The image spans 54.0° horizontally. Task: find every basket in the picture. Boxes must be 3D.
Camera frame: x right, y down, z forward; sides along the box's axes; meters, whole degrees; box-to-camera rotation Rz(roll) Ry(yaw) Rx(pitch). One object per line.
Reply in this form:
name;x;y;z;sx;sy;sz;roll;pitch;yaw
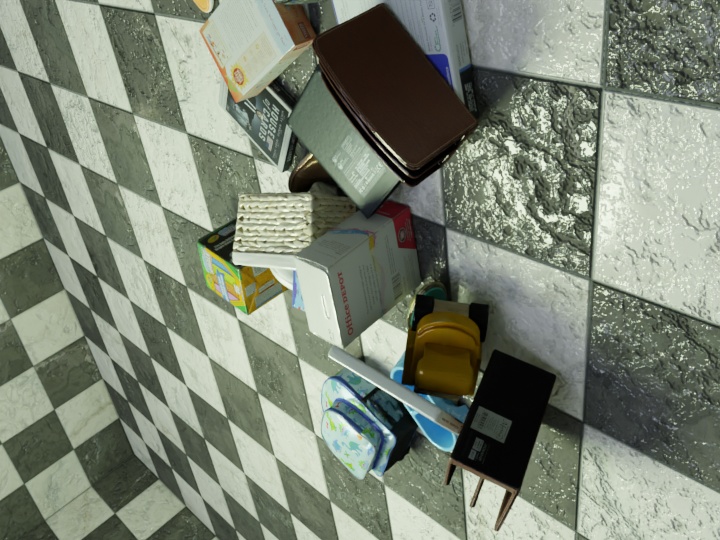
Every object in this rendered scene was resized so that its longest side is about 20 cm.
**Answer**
basket;-0.109;-0.066;1.207;0.196;0.134;0.128;6;94;38

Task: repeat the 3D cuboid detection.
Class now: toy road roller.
toy road roller;0.125;0.145;1.084;0.119;0.148;0.204;8;131;5

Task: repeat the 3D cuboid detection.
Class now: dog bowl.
dog bowl;0.127;0.240;1.290;0.202;0.049;0.111;55;147;4

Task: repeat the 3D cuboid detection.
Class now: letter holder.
letter holder;0.026;-0.206;0.894;0.201;0.141;0.101;51;148;5
letter holder;0.199;0.250;1.037;0.098;0.202;0.144;21;139;15

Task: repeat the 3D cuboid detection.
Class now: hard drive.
hard drive;-0.018;-0.193;1.056;0.201;0.033;0.140;49;142;3

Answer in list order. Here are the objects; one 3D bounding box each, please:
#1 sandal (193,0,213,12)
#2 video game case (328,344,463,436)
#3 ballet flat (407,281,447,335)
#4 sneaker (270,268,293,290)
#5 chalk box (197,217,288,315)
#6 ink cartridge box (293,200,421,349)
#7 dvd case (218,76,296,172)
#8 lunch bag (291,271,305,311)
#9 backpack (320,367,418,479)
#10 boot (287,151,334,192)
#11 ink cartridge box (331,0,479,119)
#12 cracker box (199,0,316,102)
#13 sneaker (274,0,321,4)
sandal;-0.329;-0.543;1.231;0.210;0.059;0.079;58;147;0
video game case;0.061;0.188;1.082;0.197;0.024;0.182;27;172;29
ballet flat;0.106;0.088;1.188;0.070;0.070;0.204;30;136;34
sneaker;-0.149;-0.050;1.403;0.201;0.075;0.089;51;135;12
chalk box;-0.266;-0.020;1.526;0.198;0.124;0.127;29;138;37
ink cartridge box;0.000;0.000;1.120;0.084;0.198;0.151;20;132;41
dvd case;-0.185;-0.296;1.280;0.200;0.024;0.152;48;146;17
lunch bag;-0.052;-0.020;1.297;0.148;0.093;0.206;17;117;42
backpack;0.002;0.295;1.414;0.200;0.145;0.186;43;143;24
boot;-0.064;-0.170;1.190;0.075;0.074;0.200;45;145;-1
ink cartridge box;0.058;-0.294;0.945;0.197;0.047;0.202;18;133;47
cracker box;-0.168;-0.380;1.137;0.198;0.057;0.137;-22;97;51
sneaker;-0.059;-0.430;0.977;0.197;0.073;0.090;-12;96;49
